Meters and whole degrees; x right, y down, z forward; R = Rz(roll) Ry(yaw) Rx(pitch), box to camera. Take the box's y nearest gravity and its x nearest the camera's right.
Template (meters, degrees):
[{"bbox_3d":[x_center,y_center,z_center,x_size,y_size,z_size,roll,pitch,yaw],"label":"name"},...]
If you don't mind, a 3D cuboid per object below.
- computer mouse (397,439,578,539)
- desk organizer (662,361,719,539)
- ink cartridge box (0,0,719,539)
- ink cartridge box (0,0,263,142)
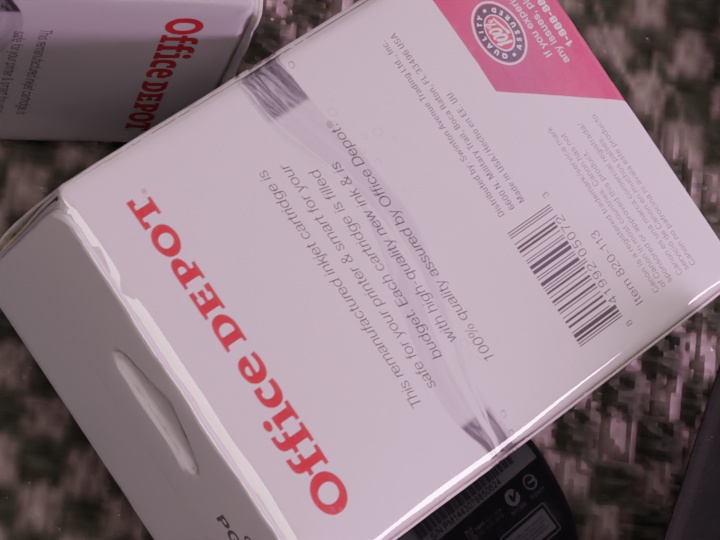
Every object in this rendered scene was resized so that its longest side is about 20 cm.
[{"bbox_3d":[0.015,0.026,1.032,0.200,0.046,0.140,49,59,-4],"label":"computer mouse"},{"bbox_3d":[0.133,0.119,0.940,0.071,0.077,0.201,10,68,27],"label":"desk organizer"},{"bbox_3d":[0.000,0.000,0.957,0.200,0.083,0.147,-34,90,-32],"label":"ink cartridge box"},{"bbox_3d":[-0.140,-0.102,0.961,0.199,0.147,0.083,1,74,-12],"label":"ink cartridge box"}]
